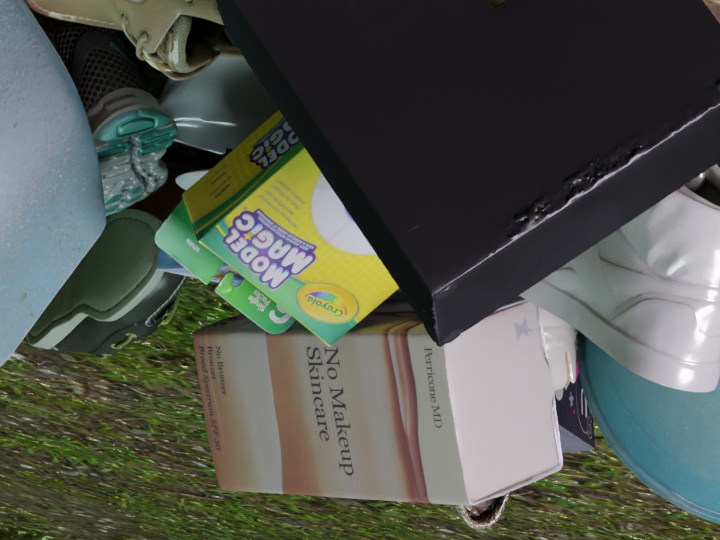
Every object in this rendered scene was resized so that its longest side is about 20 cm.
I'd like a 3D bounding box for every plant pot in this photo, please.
[{"bbox_3d":[-0.260,-0.048,1.338,0.195,0.197,0.200,-6,132,50],"label":"plant pot"},{"bbox_3d":[0.236,0.011,1.322,0.198,0.201,0.188,13,149,-3],"label":"plant pot"}]

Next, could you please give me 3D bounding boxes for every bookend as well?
[{"bbox_3d":[0.062,-0.107,1.147,0.201,0.198,0.092,55,174,16],"label":"bookend"}]

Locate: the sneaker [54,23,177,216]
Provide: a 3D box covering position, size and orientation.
[{"bbox_3d":[-0.159,-0.090,1.452,0.077,0.092,0.200,-20,168,-21],"label":"sneaker"}]

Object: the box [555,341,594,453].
[{"bbox_3d":[0.073,0.061,1.655,0.131,0.116,0.200,-7,164,18],"label":"box"}]

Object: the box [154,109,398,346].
[{"bbox_3d":[-0.003,-0.045,1.289,0.200,0.049,0.117,-40,128,15],"label":"box"}]

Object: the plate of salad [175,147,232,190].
[{"bbox_3d":[-0.009,-0.047,1.424,0.198,0.049,0.200,8,174,1],"label":"plate of salad"}]

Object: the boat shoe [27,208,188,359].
[{"bbox_3d":[-0.151,0.011,1.562,0.060,0.072,0.201,16,160,-26],"label":"boat shoe"}]

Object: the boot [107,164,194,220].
[{"bbox_3d":[-0.099,-0.040,1.582,0.199,0.077,0.155,23,161,-35],"label":"boot"}]

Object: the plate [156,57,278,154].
[{"bbox_3d":[-0.018,-0.094,1.413,0.198,0.033,0.200,16,165,-8],"label":"plate"}]

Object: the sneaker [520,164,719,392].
[{"bbox_3d":[0.133,-0.029,1.266,0.073,0.117,0.200,2,-159,-36],"label":"sneaker"}]

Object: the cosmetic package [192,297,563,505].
[{"bbox_3d":[0.007,0.072,1.379,0.199,0.104,0.087,-3,-170,43],"label":"cosmetic package"}]

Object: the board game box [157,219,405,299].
[{"bbox_3d":[0.000,0.000,1.451,0.199,0.037,0.151,13,172,-30],"label":"board game box"}]

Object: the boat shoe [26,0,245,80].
[{"bbox_3d":[-0.096,-0.136,1.262,0.198,0.066,0.072,5,163,24],"label":"boat shoe"}]

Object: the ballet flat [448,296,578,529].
[{"bbox_3d":[0.091,0.069,1.403,0.067,0.076,0.201,0,127,-23],"label":"ballet flat"}]
